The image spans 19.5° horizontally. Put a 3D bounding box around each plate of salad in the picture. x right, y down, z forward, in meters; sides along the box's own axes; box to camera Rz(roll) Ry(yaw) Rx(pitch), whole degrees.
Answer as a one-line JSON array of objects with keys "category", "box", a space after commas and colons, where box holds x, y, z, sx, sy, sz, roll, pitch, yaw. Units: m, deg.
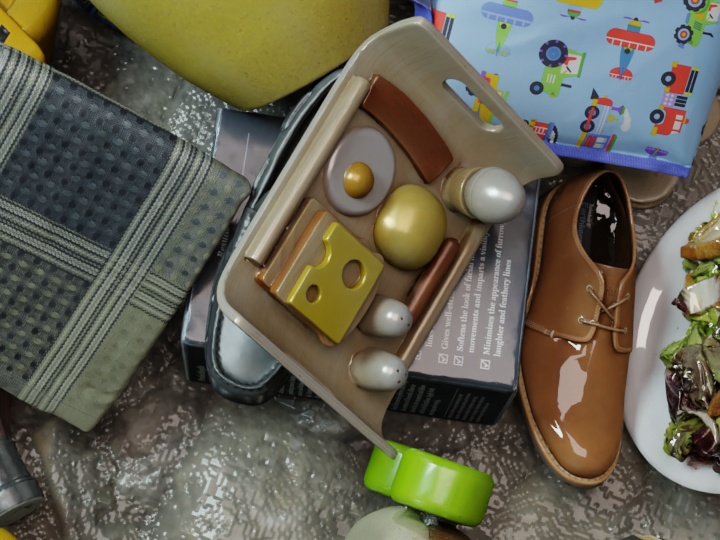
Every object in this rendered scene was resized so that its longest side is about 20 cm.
[{"category": "plate of salad", "box": [0.222, 0.032, 1.240, 0.048, 0.200, 0.200, 24, 69, -39]}]

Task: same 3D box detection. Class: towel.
[{"category": "towel", "box": [-0.189, -0.020, 1.189, 0.192, 0.035, 0.200, 28, 114, -18]}]

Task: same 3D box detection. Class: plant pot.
[{"category": "plant pot", "box": [-0.062, -0.178, 1.217, 0.200, 0.200, 0.142, -33, 102, -11]}]

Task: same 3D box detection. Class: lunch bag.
[{"category": "lunch bag", "box": [0.115, -0.148, 1.239, 0.200, 0.094, 0.151, 5, 112, -26]}]

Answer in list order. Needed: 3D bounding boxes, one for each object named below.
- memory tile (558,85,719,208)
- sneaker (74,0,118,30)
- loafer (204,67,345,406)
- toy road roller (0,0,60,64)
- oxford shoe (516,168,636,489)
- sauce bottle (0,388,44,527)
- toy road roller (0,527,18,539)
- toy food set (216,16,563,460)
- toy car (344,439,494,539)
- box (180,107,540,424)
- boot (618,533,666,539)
[{"category": "memory tile", "box": [0.149, -0.146, 1.366, 0.200, 0.017, 0.153, 36, 76, 7]}, {"category": "sneaker", "box": [-0.095, -0.193, 1.346, 0.200, 0.075, 0.088, 14, 62, -6]}, {"category": "loafer", "box": [-0.040, -0.022, 1.180, 0.068, 0.070, 0.201, 19, 74, 3]}, {"category": "toy road roller", "box": [-0.225, -0.117, 1.279, 0.200, 0.123, 0.146, 45, 65, 8]}, {"category": "oxford shoe", "box": [0.137, 0.031, 1.275, 0.071, 0.071, 0.200, 7, 71, -20]}, {"category": "sauce bottle", "box": [-0.251, 0.060, 1.260, 0.066, 0.066, 0.200, -30, 78, -11]}, {"category": "toy road roller", "box": [-0.213, 0.239, 1.184, 0.200, 0.123, 0.146, 38, 64, 8]}, {"category": "toy food set", "box": [0.022, -0.017, 1.146, 0.143, 0.060, 0.200, 42, 70, -36]}, {"category": "toy car", "box": [0.084, 0.207, 1.201, 0.200, 0.158, 0.165, 20, 86, -10]}, {"category": "box", "box": [0.000, 0.000, 1.268, 0.200, 0.107, 0.149, 9, 74, -1]}, {"category": "boot", "box": [0.202, 0.224, 1.187, 0.138, 0.077, 0.200, -17, 119, -29]}]
